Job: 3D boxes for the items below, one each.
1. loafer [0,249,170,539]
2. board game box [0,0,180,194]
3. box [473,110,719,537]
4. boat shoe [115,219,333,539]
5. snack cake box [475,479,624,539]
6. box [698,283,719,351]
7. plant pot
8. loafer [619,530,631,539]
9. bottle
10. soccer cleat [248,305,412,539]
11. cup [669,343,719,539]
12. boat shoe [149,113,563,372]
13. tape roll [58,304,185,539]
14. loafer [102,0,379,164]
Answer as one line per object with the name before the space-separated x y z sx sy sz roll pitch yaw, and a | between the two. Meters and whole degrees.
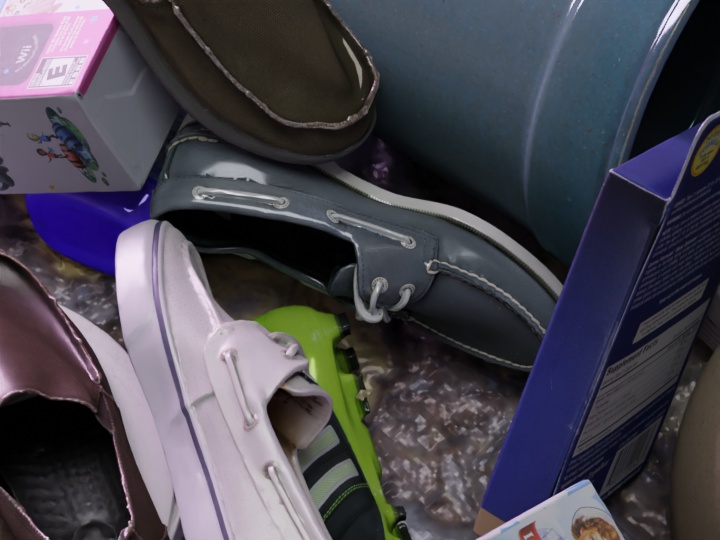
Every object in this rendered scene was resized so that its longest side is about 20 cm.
loafer | -0.127 0.057 1.050 0.073 0.071 0.200 -28 61 -15
board game box | -0.163 -0.109 1.197 0.199 0.064 0.148 -2 51 35
box | 0.113 0.010 1.058 0.032 0.201 0.121 30 27 19
boat shoe | -0.045 0.058 1.067 0.069 0.071 0.201 -23 56 7
snack cake box | 0.080 0.192 0.952 0.115 0.067 0.201 -25 80 -35
box | 0.229 -0.027 1.180 0.199 0.039 0.041 -32 64 -23
plant pot | 0.085 -0.106 1.169 0.195 0.201 0.200 27 62 28
loafer | 0.134 0.182 1.041 0.063 0.072 0.200 -34 50 -15
bottle | -0.078 -0.090 1.227 0.083 0.065 0.201 19 60 19
soccer cleat | -0.023 0.102 1.108 0.081 0.068 0.201 -16 51 -2
cup | 0.207 0.075 1.035 0.199 0.143 0.202 -8 64 16
boat shoe | 0.000 0.000 1.139 0.199 0.073 0.062 29 52 0
tape roll | -0.171 0.108 1.103 0.201 0.071 0.204 -1 57 2
loafer | -0.065 -0.125 1.097 0.200 0.070 0.075 42 55 -12
